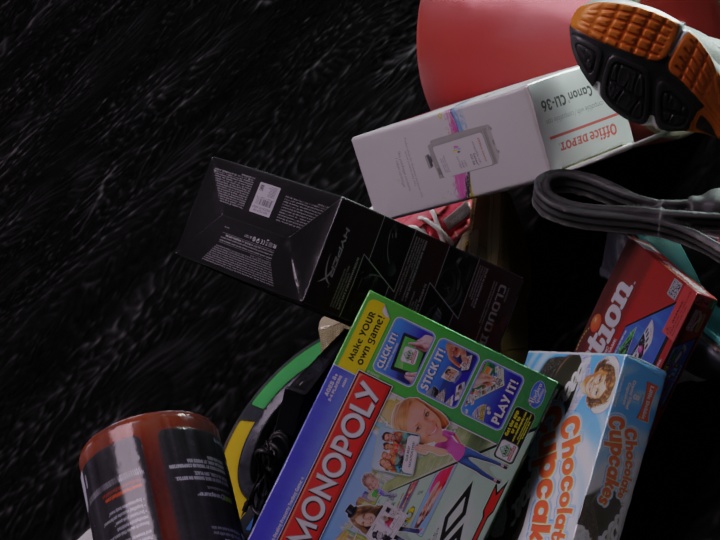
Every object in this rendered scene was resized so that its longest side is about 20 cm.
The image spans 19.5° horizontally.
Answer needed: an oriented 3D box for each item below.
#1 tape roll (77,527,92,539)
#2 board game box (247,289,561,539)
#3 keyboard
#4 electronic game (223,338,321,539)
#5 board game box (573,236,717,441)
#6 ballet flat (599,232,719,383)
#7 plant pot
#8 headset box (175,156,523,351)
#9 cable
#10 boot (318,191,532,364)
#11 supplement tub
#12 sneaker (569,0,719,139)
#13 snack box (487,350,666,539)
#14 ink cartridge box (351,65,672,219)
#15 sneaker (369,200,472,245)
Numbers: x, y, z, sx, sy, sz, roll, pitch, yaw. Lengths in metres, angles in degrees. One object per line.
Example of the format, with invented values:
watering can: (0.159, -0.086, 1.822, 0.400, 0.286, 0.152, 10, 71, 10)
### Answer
tape roll: (-0.175, 0.272, 1.593, 0.202, 0.071, 0.203, -34, 30, 23)
board game box: (0.022, 0.131, 1.307, 0.201, 0.134, 0.029, -64, -10, -3)
keyboard: (-0.037, 0.133, 1.448, 0.104, 0.040, 0.201, -46, -19, -35)
electronic game: (-0.038, 0.125, 1.623, 0.200, 0.042, 0.201, -34, 30, 23)
board game box: (0.157, 0.087, 1.348, 0.201, 0.019, 0.103, -66, 24, 12)
ballet flat: (0.205, 0.032, 1.387, 0.073, 0.073, 0.200, -41, 32, 10)
plant pot: (0.170, -0.173, 1.580, 0.177, 0.201, 0.201, 8, 58, 44)
headset box: (0.000, 0.000, 1.425, 0.148, 0.199, 0.078, 20, 87, 48)
cable: (0.210, -0.023, 1.355, 0.198, 0.051, 0.098, 0, 45, 6)
boot: (0.048, 0.022, 1.569, 0.154, 0.073, 0.201, -13, 46, 20)
supplement tub: (-0.130, 0.206, 1.462, 0.107, 0.107, 0.201, -31, 57, 27)
sneaker: (0.229, -0.133, 1.444, 0.076, 0.199, 0.092, -59, 13, 20)
snack box: (0.119, 0.150, 1.306, 0.116, 0.037, 0.201, -3, 68, 63)
ink cartridge box: (0.109, -0.096, 1.470, 0.199, 0.068, 0.116, -13, 7, 39)
sneaker: (0.042, -0.034, 1.668, 0.086, 0.074, 0.201, -15, 31, 33)
